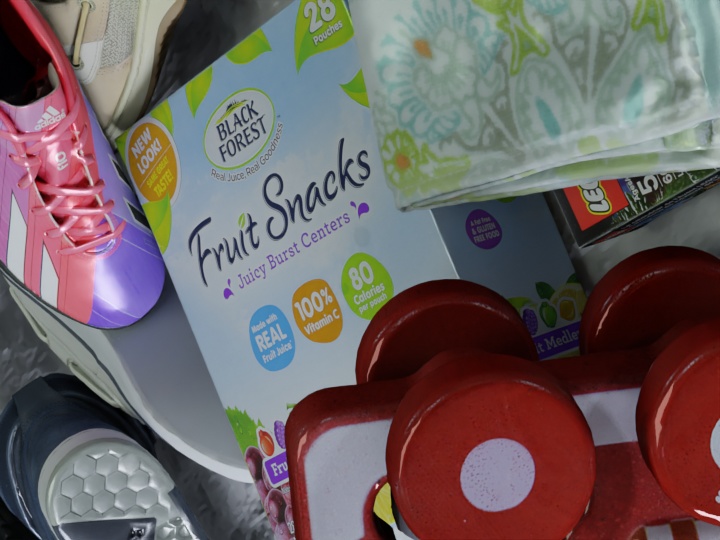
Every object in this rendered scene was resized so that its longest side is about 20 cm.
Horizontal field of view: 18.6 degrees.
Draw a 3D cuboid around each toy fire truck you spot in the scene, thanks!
[{"bbox_3d":[0.079,0.092,0.748,0.112,0.199,0.169,-116,19,-73],"label":"toy fire truck"}]

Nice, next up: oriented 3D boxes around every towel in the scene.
[{"bbox_3d":[0.055,-0.124,0.734,0.171,0.048,0.201,-9,91,48],"label":"towel"}]

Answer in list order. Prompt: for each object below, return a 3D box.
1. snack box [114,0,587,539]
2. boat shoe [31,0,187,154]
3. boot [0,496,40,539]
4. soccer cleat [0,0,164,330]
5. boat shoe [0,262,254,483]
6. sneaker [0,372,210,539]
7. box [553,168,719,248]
[{"bbox_3d":[0.000,0.000,0.886,0.168,0.067,0.201,-31,78,48],"label":"snack box"},{"bbox_3d":[-0.106,-0.117,0.927,0.065,0.072,0.200,21,147,-8],"label":"boat shoe"},{"bbox_3d":[-0.164,0.186,1.131,0.200,0.067,0.131,51,139,33],"label":"boot"},{"bbox_3d":[-0.135,-0.052,0.911,0.073,0.068,0.201,15,140,54],"label":"soccer cleat"},{"bbox_3d":[-0.099,0.034,1.004,0.200,0.072,0.066,34,156,22],"label":"boat shoe"},{"bbox_3d":[-0.106,0.138,1.042,0.146,0.077,0.203,31,148,61],"label":"sneaker"},{"bbox_3d":[0.091,-0.126,0.769,0.136,0.038,0.201,-32,79,47],"label":"box"}]
